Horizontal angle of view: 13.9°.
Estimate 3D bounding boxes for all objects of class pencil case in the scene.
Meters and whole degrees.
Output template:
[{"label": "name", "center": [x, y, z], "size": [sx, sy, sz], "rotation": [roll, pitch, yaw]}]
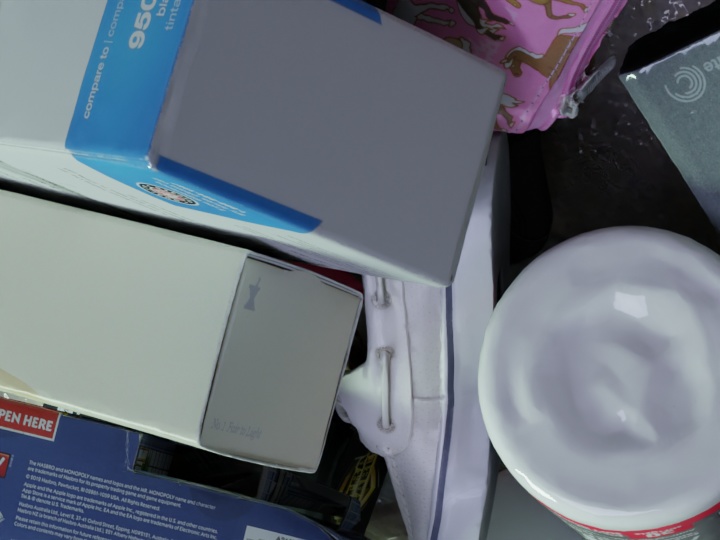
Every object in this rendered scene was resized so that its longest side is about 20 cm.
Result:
[{"label": "pencil case", "center": [0.071, -0.129, 1.020], "size": [0.086, 0.083, 0.200], "rotation": [18, 147, -5]}]

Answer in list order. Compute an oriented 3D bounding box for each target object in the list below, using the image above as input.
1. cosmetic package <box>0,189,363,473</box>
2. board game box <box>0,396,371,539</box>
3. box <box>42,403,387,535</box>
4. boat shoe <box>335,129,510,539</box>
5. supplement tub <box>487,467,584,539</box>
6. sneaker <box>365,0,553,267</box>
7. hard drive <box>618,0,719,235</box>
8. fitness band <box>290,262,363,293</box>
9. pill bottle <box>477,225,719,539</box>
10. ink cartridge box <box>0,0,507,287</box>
[{"label": "cosmetic package", "center": [-0.113, 0.013, 1.093], "size": [0.199, 0.103, 0.073], "rotation": [14, 87, 27]}, {"label": "board game box", "center": [-0.079, 0.100, 1.205], "size": [0.199, 0.200, 0.062], "rotation": [13, 85, 9]}, {"label": "box", "center": [-0.084, 0.124, 1.326], "size": [0.159, 0.046, 0.201], "rotation": [27, 104, 28]}, {"label": "boat shoe", "center": [0.020, 0.034, 1.136], "size": [0.069, 0.071, 0.201], "rotation": [5, 123, 9]}, {"label": "supplement tub", "center": [0.058, 0.189, 1.305], "size": [0.144, 0.145, 0.200], "rotation": [35, 133, 2]}, {"label": "sneaker", "center": [0.046, -0.090, 1.159], "size": [0.079, 0.075, 0.201], "rotation": [-5, 120, 29]}, {"label": "hard drive", "center": [0.202, -0.025, 1.060], "size": [0.139, 0.033, 0.200], "rotation": [-24, 111, 28]}, {"label": "fitness band", "center": [0.000, 0.000, 1.224], "size": [0.200, 0.038, 0.143], "rotation": [42, 159, -27]}, {"label": "pill bottle", "center": [0.114, 0.056, 1.144], "size": [0.110, 0.111, 0.200], "rotation": [20, 174, 16]}, {"label": "ink cartridge box", "center": [-0.072, -0.061, 1.053], "size": [0.144, 0.085, 0.199], "rotation": [21, 172, -42]}]
